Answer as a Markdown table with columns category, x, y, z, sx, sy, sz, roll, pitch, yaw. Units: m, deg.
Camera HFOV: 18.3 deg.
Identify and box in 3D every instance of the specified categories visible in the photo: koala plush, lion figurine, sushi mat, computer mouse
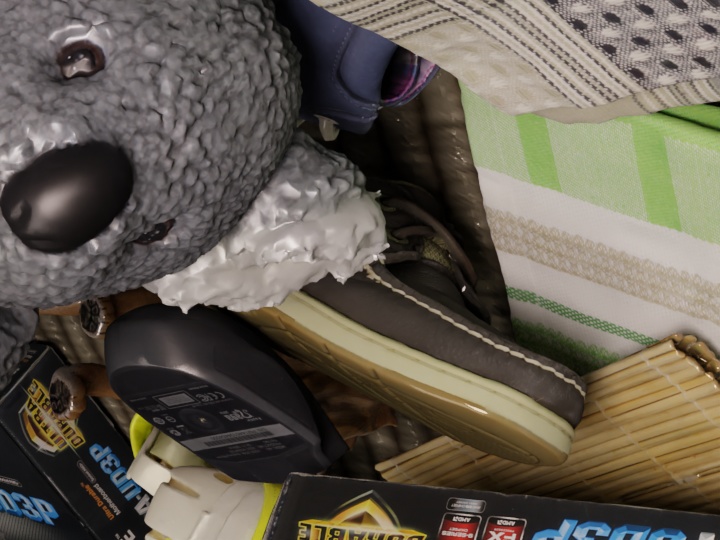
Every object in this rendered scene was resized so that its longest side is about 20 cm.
| category | x | y | z | sx | sy | sz | roll | pitch | yaw |
| --- | --- | --- | --- | --- | --- | --- | --- | --- | --- |
| koala plush | -0.104 | -0.026 | 0.576 | 0.178 | 0.200 | 0.184 | 60 | 178 | -19 |
| lion figurine | -0.082 | 0.011 | 0.844 | 0.200 | 0.122 | 0.073 | 40 | 121 | 39 |
| sushi mat | 0.083 | 0.075 | 0.723 | 0.096 | 0.012 | 0.200 | 45 | 151 | -8 |
| computer mouse | -0.007 | 0.065 | 0.748 | 0.059 | 0.034 | 0.200 | -11 | 140 | 42 |

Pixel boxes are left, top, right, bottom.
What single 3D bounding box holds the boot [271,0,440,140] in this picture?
| category | x | y | z | sx | sy | sz | roll | pitch | yaw |
| --- | --- | --- | --- | --- | --- | --- | --- | --- | --- |
| boot | -0.029 | -0.063 | 0.657 | 0.090 | 0.073 | 0.200 | 43 | 153 | 7 |

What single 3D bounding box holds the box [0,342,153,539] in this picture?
| category | x | y | z | sx | sy | sz | roll | pitch | yaw |
| --- | --- | --- | --- | --- | --- | --- | --- | --- | --- |
| box | -0.179 | 0.100 | 1.136 | 0.200 | 0.046 | 0.159 | 6 | 137 | 50 |

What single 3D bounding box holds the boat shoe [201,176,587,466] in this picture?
| category | x | y | z | sx | sy | sz | roll | pitch | yaw |
| --- | --- | --- | --- | --- | --- | --- | --- | --- | --- |
| boat shoe | 0.000 | 0.000 | 0.702 | 0.201 | 0.066 | 0.072 | 24 | 170 | 48 |

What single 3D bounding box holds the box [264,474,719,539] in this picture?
| category | x | y | z | sx | sy | sz | roll | pitch | yaw |
| --- | --- | --- | --- | --- | --- | --- | --- | --- | --- |
| box | 0.086 | 0.126 | 0.701 | 0.200 | 0.046 | 0.159 | 3 | 149 | 28 |

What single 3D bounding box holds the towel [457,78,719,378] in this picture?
| category | x | y | z | sx | sy | sz | roll | pitch | yaw |
| --- | --- | --- | --- | --- | --- | --- | --- | --- | --- |
| towel | 0.109 | 0.021 | 0.665 | 0.149 | 0.031 | 0.200 | 21 | 145 | 31 |

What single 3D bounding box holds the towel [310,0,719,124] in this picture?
| category | x | y | z | sx | sy | sz | roll | pitch | yaw |
| --- | --- | --- | --- | --- | --- | --- | --- | --- | --- |
| towel | 0.045 | -0.074 | 0.470 | 0.200 | 0.035 | 0.192 | 23 | 161 | -39 |

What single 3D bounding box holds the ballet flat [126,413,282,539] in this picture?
| category | x | y | z | sx | sy | sz | roll | pitch | yaw |
| --- | --- | --- | --- | --- | --- | --- | --- | --- | --- |
| ballet flat | -0.056 | 0.095 | 0.872 | 0.067 | 0.067 | 0.200 | 28 | -174 | -19 |
